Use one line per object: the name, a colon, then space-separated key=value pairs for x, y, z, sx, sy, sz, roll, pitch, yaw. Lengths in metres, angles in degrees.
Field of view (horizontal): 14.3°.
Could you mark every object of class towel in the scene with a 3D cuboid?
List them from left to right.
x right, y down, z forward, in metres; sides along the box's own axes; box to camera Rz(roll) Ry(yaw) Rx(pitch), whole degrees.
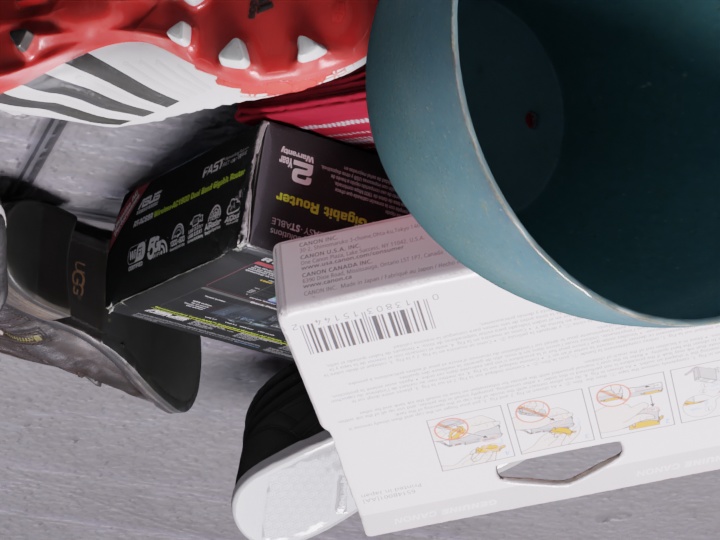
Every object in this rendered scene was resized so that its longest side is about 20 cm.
towel: x=0.058 y=-0.055 z=1.266 sx=0.199 sy=0.023 sz=0.144 roll=18 pitch=170 yaw=-31

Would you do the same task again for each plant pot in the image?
plant pot: x=0.078 y=-0.072 z=1.114 sx=0.200 sy=0.201 sz=0.135 roll=18 pitch=164 yaw=-31

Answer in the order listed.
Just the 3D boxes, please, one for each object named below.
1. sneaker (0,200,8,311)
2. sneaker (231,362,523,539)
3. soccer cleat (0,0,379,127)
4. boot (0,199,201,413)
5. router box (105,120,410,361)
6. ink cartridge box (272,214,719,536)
sneaker: x=-0.230 y=-0.006 z=1.291 sx=0.076 sy=0.116 sz=0.200 roll=-13 pitch=168 yaw=-45
sneaker: x=0.021 y=0.069 z=1.509 sx=0.199 sy=0.099 sz=0.071 roll=-22 pitch=120 yaw=4
soccer cleat: x=-0.080 y=-0.095 z=1.195 sx=0.199 sy=0.069 sz=0.085 roll=-5 pitch=162 yaw=17
boot: x=-0.193 y=0.022 z=1.438 sx=0.174 sy=0.069 sz=0.200 roll=-10 pitch=148 yaw=31
router box: x=0.000 y=0.000 z=1.346 sx=0.199 sy=0.062 sz=0.150 roll=16 pitch=162 yaw=-27
ink cartridge box: x=0.077 y=0.036 z=1.274 sx=0.199 sy=0.045 sz=0.176 roll=-12 pitch=141 yaw=6
